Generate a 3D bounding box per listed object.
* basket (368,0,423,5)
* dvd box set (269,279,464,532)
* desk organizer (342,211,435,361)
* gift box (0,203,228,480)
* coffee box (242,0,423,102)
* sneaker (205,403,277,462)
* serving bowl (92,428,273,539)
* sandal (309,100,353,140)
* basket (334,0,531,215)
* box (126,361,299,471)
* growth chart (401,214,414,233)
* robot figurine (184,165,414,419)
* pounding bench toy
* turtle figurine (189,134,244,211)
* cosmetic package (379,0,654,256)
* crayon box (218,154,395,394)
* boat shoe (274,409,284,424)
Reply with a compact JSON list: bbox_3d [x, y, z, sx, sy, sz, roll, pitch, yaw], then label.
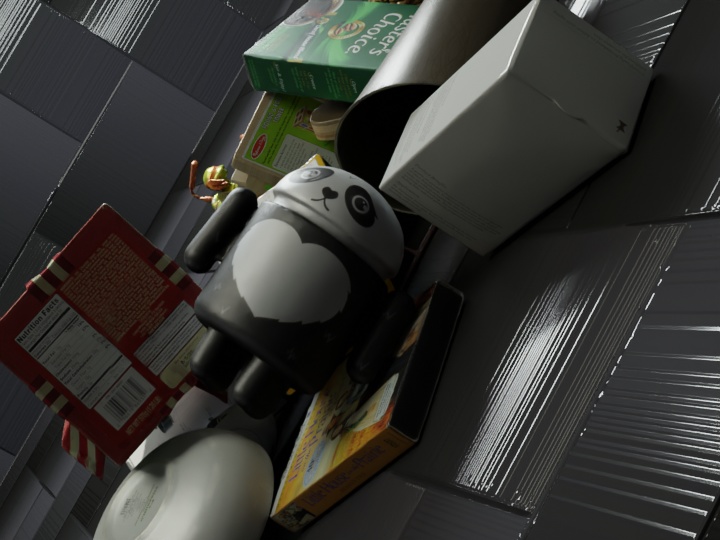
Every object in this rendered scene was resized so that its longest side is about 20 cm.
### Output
[{"bbox_3d":[0.076,-0.347,1.757,0.199,0.150,0.143,-35,14,0],"label":"basket"},{"bbox_3d":[0.004,0.109,1.392,0.200,0.029,0.147,-43,21,50],"label":"dvd box set"},{"bbox_3d":[0.000,0.000,1.568,0.201,0.071,0.077,-62,15,-13],"label":"desk organizer"},{"bbox_3d":[-0.211,0.074,1.538,0.184,0.200,0.187,-44,3,-9],"label":"gift box"},{"bbox_3d":[0.003,-0.207,1.650,0.199,0.044,0.123,12,42,36],"label":"coffee box"},{"bbox_3d":[-0.131,0.219,1.565,0.201,0.075,0.115,-60,14,13],"label":"sneaker"},{"bbox_3d":[-0.164,0.211,1.469,0.200,0.066,0.201,-37,30,26],"label":"serving bowl"},{"bbox_3d":[0.060,-0.140,1.637,0.210,0.070,0.078,-12,30,21],"label":"sandal"},{"bbox_3d":[0.086,-0.167,1.490,0.180,0.136,0.201,-22,31,44],"label":"basket"},{"bbox_3d":[-0.143,0.109,1.653,0.200,0.117,0.060,-43,-30,9],"label":"box"},{"bbox_3d":[0.004,-0.020,1.717,0.145,0.018,0.200,-59,13,-1],"label":"growth chart"},{"bbox_3d":[-0.051,0.015,1.369,0.201,0.150,0.125,-55,25,-8],"label":"robot figurine"},{"bbox_3d":[-0.072,-0.051,1.699,0.157,0.123,0.201,111,180,-49],"label":"pounding bench toy"},{"bbox_3d":[-0.114,-0.076,1.968,0.200,0.161,0.065,-36,26,59],"label":"turtle figurine"},{"bbox_3d":[0.111,-0.102,1.294,0.200,0.107,0.085,-38,23,53],"label":"cosmetic package"},{"bbox_3d":[-0.044,0.013,1.490,0.125,0.052,0.201,-35,47,13],"label":"crayon box"},{"bbox_3d":[-0.106,0.106,1.717,0.201,0.074,0.076,-65,14,-24],"label":"boat shoe"}]
